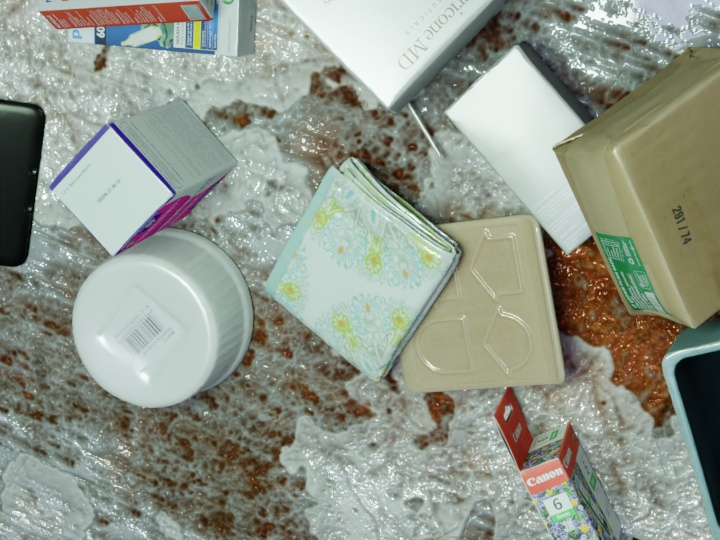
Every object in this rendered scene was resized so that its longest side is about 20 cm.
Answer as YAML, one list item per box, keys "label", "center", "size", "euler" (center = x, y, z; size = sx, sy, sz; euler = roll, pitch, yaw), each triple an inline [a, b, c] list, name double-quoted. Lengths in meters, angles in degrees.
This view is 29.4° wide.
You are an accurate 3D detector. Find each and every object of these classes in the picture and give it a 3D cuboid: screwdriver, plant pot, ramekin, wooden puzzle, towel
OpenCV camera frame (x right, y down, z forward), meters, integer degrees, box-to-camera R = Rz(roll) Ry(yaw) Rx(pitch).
- label: "screwdriver"
  center: [0.035, -0.203, 1.461]
  size: [0.028, 0.029, 0.201]
  euler: [-30, 89, 20]
- label: "plant pot"
  center: [0.419, 0.122, 1.350]
  size: [0.195, 0.200, 0.197]
  euler: [-16, 100, 18]
- label: "ramekin"
  center: [-0.231, 0.059, 1.567]
  size: [0.199, 0.098, 0.202]
  euler: [4, 104, 14]
- label: "wooden puzzle"
  center: [0.122, 0.036, 1.486]
  size: [0.199, 0.046, 0.187]
  euler: [-5, 103, 30]
- label: "towel"
  center: [0.000, 0.000, 1.488]
  size: [0.171, 0.048, 0.201]
  euler: [41, 123, 15]

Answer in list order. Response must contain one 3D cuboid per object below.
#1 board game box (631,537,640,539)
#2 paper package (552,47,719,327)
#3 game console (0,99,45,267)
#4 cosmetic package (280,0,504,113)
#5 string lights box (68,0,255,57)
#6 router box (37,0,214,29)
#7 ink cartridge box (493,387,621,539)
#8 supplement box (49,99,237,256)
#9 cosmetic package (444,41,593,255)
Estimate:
- label: "board game box"
  center: [0.337, 0.414, 1.537]
  size: [0.134, 0.028, 0.201]
  euler: [19, 107, 10]
- label: "paper package"
  center: [0.312, -0.080, 1.311]
  size: [0.190, 0.103, 0.201]
  euler: [-35, 110, -17]
- label: "game console"
  center: [-0.480, -0.121, 1.632]
  size: [0.175, 0.116, 0.202]
  euler: [26, 111, 40]
- label: "cosmetic package"
  center: [0.020, -0.285, 1.360]
  size: [0.200, 0.166, 0.167]
  euler: [45, 96, 0]
- label: "string lights box"
  center: [-0.216, -0.293, 1.494]
  size: [0.198, 0.059, 0.104]
  euler: [7, 105, 14]
- label: "router box"
  center: [-0.239, -0.360, 1.439]
  size: [0.178, 0.049, 0.202]
  euler: [-1, 76, 12]
- label: "ink cartridge box"
  center: [0.214, 0.220, 1.479]
  size: [0.050, 0.109, 0.201]
  euler: [-25, 96, 19]
- label: "supplement box"
  center: [-0.227, -0.104, 1.471]
  size: [0.101, 0.200, 0.103]
  euler: [-43, 92, 21]
- label: "cosmetic package"
  center: [0.191, -0.128, 1.412]
  size: [0.107, 0.090, 0.200]
  euler: [-39, 88, 19]
